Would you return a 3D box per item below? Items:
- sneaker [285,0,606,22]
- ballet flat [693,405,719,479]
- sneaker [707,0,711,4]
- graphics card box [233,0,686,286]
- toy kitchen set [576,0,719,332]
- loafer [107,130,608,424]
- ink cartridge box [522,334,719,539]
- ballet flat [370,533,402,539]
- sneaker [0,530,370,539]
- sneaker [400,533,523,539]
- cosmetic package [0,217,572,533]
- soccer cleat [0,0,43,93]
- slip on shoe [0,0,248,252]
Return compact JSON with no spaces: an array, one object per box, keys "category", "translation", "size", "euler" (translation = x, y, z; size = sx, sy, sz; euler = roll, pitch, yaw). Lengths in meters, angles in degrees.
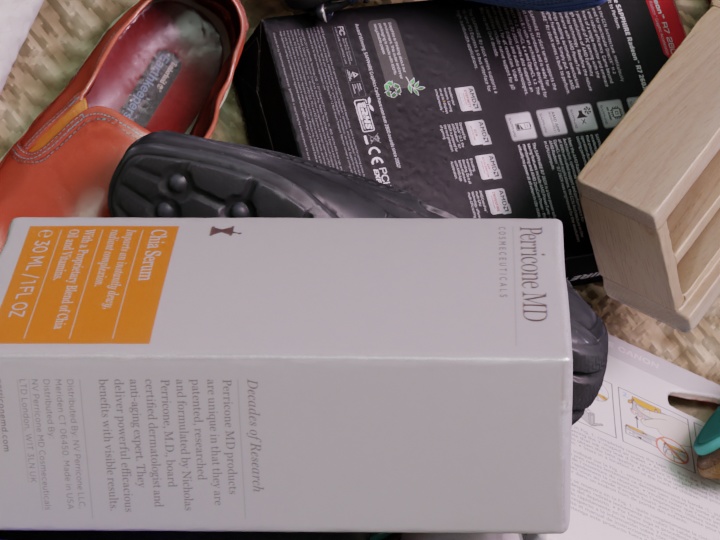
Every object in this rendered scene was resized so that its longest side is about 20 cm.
[{"category":"sneaker","translation":[0.010,-0.131,0.913],"size":[0.199,0.079,0.089],"euler":[12,44,19]},{"category":"ballet flat","translation":[0.206,0.049,0.955],"size":[0.073,0.068,0.200],"euler":[55,39,-7]},{"category":"sneaker","translation":[0.190,-0.100,1.015],"size":[0.080,0.075,0.202],"euler":[9,68,-18]},{"category":"graphics card box","translation":[0.055,-0.052,0.956],"size":[0.199,0.051,0.126],"euler":[-10,75,-26]},{"category":"toy kitchen set","translation":[0.228,-0.016,0.909],"size":[0.199,0.164,0.181],"euler":[27,66,31]},{"category":"loafer","translation":[0.000,0.000,0.857],"size":[0.199,0.068,0.071],"euler":[23,25,-5]},{"category":"ink cartridge box","translation":[0.146,0.109,0.918],"size":[0.199,0.045,0.177],"euler":[25,26,-11]},{"category":"ballet flat","translation":[-0.011,0.127,0.865],"size":[0.200,0.067,0.064],"euler":[-35,113,-28]},{"category":"sneaker","translation":[-0.091,0.076,0.845],"size":[0.200,0.068,0.108],"euler":[-1,26,6]},{"category":"sneaker","translation":[0.011,0.146,0.772],"size":[0.080,0.071,0.201],"euler":[13,51,-5]},{"category":"cosmetic package","translation":[-0.029,0.034,0.774],"size":[0.198,0.072,0.102],"euler":[0,28,2]},{"category":"soccer cleat","translation":[-0.149,-0.123,0.880],"size":[0.068,0.085,0.201],"euler":[28,63,-10]},{"category":"slip on shoe","translation":[-0.102,-0.037,0.881],"size":[0.074,0.061,0.201],"euler":[33,62,-8]}]
